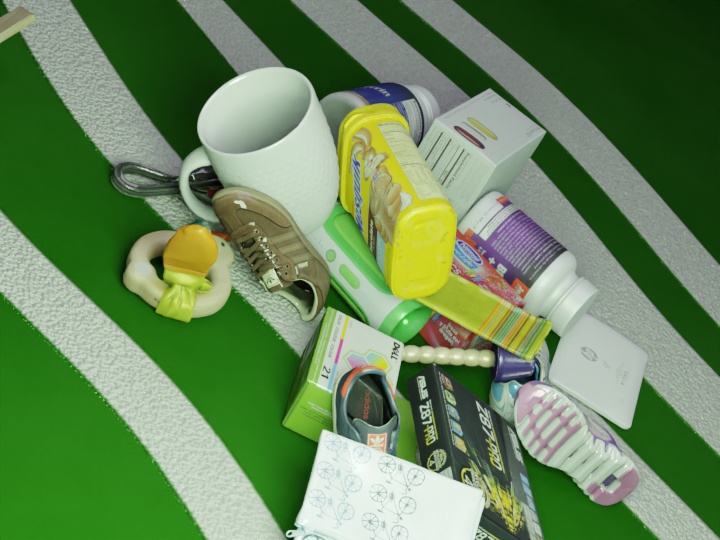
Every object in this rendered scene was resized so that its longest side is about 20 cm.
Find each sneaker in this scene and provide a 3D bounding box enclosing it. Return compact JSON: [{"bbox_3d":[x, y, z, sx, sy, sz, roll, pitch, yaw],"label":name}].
[{"bbox_3d":[0.210,0.124,1.813,0.071,0.073,0.200,29,31,0],"label":"sneaker"},{"bbox_3d":[-0.101,-0.019,1.688,0.200,0.070,0.076,42,38,-35],"label":"sneaker"},{"bbox_3d":[0.250,0.196,1.724,0.200,0.080,0.089,43,16,-25],"label":"sneaker"},{"bbox_3d":[0.010,0.193,1.474,0.074,0.085,0.202,-4,74,-19],"label":"sneaker"}]

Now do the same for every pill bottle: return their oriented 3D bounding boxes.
[{"bbox_3d":[0.026,-0.209,2.066,0.116,0.116,0.199,43,33,19],"label":"pill bottle"},{"bbox_3d":[0.225,-0.005,1.962,0.200,0.112,0.111,41,33,15],"label":"pill bottle"}]

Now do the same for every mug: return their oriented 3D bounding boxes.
[{"bbox_3d":[-0.123,-0.122,1.732,0.198,0.176,0.149,-19,46,5],"label":"mug"}]

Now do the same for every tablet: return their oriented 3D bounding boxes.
[{"bbox_3d":[0.327,0.130,1.958,0.129,0.014,0.200,32,32,1],"label":"tablet"}]

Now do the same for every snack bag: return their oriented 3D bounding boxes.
[{"bbox_3d":[0.018,0.278,1.399,0.187,0.021,0.202,23,64,-11],"label":"snack bag"}]

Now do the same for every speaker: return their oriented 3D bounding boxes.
[{"bbox_3d":[0.000,0.000,1.790,0.088,0.089,0.200,-12,52,-48],"label":"speaker"}]

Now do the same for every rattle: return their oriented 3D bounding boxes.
[{"bbox_3d":[-0.183,-0.045,1.651,0.129,0.144,0.200,20,35,18],"label":"rattle"}]

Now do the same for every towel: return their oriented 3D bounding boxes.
[{"bbox_3d":[0.132,0.040,1.726,0.199,0.018,0.086,28,33,10],"label":"towel"}]

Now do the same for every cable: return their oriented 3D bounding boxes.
[{"bbox_3d":[-0.218,-0.102,1.805,0.198,0.050,0.098,-14,70,-34],"label":"cable"}]

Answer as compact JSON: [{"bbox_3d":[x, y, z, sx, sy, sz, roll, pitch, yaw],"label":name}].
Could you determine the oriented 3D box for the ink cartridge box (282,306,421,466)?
[{"bbox_3d":[0.025,0.148,1.617,0.198,0.076,0.148,26,32,-7],"label":"ink cartridge box"}]

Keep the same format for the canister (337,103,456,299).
[{"bbox_3d":[0.041,-0.082,1.710,0.086,0.150,0.201,-10,43,-16],"label":"canister"}]

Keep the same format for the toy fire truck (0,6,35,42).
[{"bbox_3d":[-0.522,-0.312,1.751,0.199,0.129,0.177,12,35,-48],"label":"toy fire truck"}]

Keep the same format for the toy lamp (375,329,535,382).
[{"bbox_3d":[0.110,0.102,1.715,0.197,0.059,0.058,6,36,-5],"label":"toy lamp"}]

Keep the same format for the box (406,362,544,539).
[{"bbox_3d":[0.127,0.221,1.582,0.161,0.049,0.201,41,26,-34],"label":"box"}]

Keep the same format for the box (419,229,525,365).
[{"bbox_3d":[0.102,0.014,1.846,0.099,0.096,0.200,-10,50,-48],"label":"box"}]

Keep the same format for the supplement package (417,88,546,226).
[{"bbox_3d":[0.153,-0.149,2.053,0.111,0.156,0.200,38,32,10],"label":"supplement package"}]
